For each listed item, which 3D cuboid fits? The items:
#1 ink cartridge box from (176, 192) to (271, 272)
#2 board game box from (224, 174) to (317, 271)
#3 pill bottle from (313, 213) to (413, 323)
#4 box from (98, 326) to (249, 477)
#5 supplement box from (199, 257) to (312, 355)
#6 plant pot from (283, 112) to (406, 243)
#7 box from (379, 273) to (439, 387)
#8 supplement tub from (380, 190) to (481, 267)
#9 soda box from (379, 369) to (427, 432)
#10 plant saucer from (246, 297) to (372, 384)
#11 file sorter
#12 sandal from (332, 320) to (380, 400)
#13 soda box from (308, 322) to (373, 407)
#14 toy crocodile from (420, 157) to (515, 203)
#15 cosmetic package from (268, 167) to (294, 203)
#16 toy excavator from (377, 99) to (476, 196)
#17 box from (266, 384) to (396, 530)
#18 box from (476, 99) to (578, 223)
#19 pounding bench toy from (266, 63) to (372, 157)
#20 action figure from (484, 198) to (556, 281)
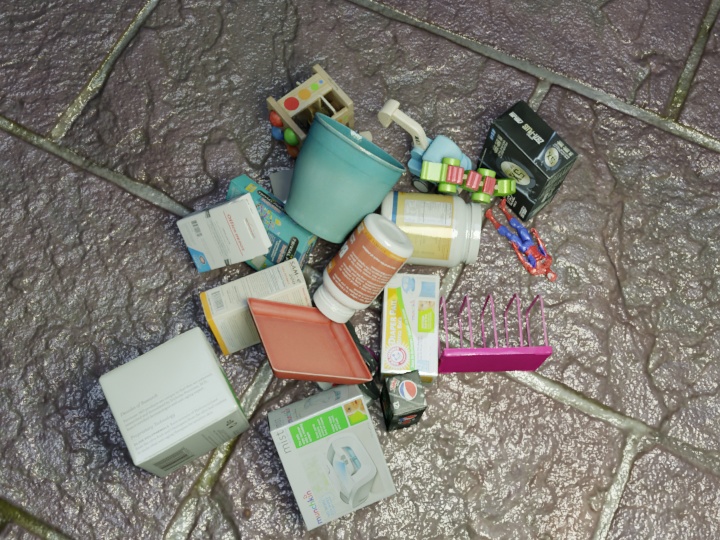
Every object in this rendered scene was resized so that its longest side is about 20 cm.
[{"bbox_3d":[-0.254,-0.077,1.448,0.068,0.199,0.117,-40,112,-51],"label":"ink cartridge box"},{"bbox_3d":[-0.192,-0.074,1.485,0.199,0.152,0.047,36,38,12],"label":"board game box"},{"bbox_3d":[0.000,0.000,1.394,0.112,0.112,0.200,45,112,15],"label":"pill bottle"},{"bbox_3d":[-0.330,0.243,1.340,0.199,0.199,0.172,-28,72,-12],"label":"box"},{"bbox_3d":[-0.196,0.071,1.435,0.198,0.127,0.074,-20,51,-8],"label":"supplement box"},{"bbox_3d":[-0.046,-0.165,1.396,0.199,0.200,0.189,36,104,12],"label":"plant pot"},{"bbox_3d":[0.094,0.117,1.438,0.111,0.102,0.202,2,70,0],"label":"box"},{"bbox_3d":[0.136,-0.082,1.489,0.198,0.145,0.146,5,70,1],"label":"supplement tub"},{"bbox_3d":[0.075,0.240,1.341,0.063,0.200,0.071,-12,70,-6],"label":"soda box"},{"bbox_3d":[-0.100,0.135,1.333,0.198,0.037,0.200,12,30,-32],"label":"plant saucer"},{"bbox_3d":[0.248,0.119,1.419,0.198,0.139,0.127,-1,69,-1],"label":"file sorter"},{"bbox_3d":[-0.002,0.155,1.408,0.048,0.075,0.201,-38,49,15],"label":"sandal"},{"bbox_3d":[-0.062,0.198,1.429,0.068,0.064,0.200,-40,75,-12],"label":"soda box"},{"bbox_3d":[0.214,-0.181,1.471,0.198,0.062,0.068,14,89,-14],"label":"toy crocodile"},{"bbox_3d":[-0.085,-0.167,1.541,0.198,0.107,0.091,-18,70,-5],"label":"cosmetic package"},{"bbox_3d":[0.137,-0.253,1.525,0.193,0.200,0.100,30,72,25],"label":"toy excavator"},{"bbox_3d":[-0.054,0.327,1.324,0.175,0.097,0.202,-20,102,-8],"label":"box"},{"bbox_3d":[0.333,-0.218,1.509,0.086,0.200,0.164,-37,75,-15],"label":"box"},{"bbox_3d":[-0.089,-0.300,1.578,0.156,0.124,0.200,-38,74,-13],"label":"pounding bench toy"},{"bbox_3d":[0.340,-0.057,1.534,0.065,0.052,0.201,-32,76,-15],"label":"action figure"}]
